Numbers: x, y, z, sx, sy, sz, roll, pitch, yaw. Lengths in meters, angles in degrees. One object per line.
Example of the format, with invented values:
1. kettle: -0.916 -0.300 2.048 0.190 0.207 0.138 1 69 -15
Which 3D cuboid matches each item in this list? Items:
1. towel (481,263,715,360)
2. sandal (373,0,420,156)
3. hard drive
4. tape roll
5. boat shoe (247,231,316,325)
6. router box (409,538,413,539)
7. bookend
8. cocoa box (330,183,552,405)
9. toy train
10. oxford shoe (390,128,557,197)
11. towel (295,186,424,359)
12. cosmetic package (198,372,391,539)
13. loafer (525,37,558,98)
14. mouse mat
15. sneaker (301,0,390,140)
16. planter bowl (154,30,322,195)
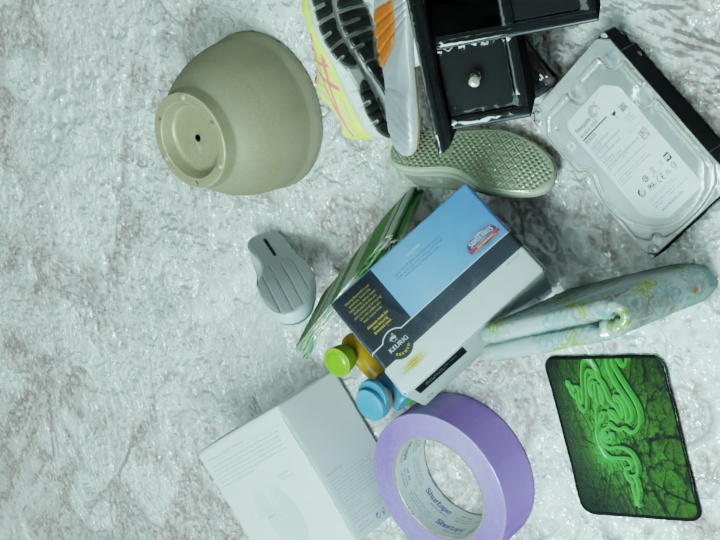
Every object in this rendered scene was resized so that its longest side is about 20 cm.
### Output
1. towel: 0.242 0.045 1.551 0.199 0.171 0.049 -16 94 45
2. sandal: 0.058 -0.232 1.656 0.079 0.059 0.209 16 112 63
3. hard drive: 0.278 -0.129 1.528 0.200 0.038 0.140 52 134 10
4. tape roll: 0.113 0.255 1.845 0.199 0.065 0.202 20 123 35
5. boat shoe: -0.091 0.022 1.870 0.200 0.072 0.071 -114 7 -59
6. router box: 0.094 0.442 1.955 0.150 0.062 0.201 42 133 16
7. bookend: 0.156 -0.238 1.491 0.197 0.092 0.202 -7 110 14
8. cocoa box: 0.090 0.028 1.636 0.200 0.133 0.131 -42 74 2
9. toy train: -0.004 0.089 1.830 0.200 0.115 0.085 46 133 14
10. oxford shoe: 0.128 -0.115 1.659 0.199 0.076 0.058 9 158 30
11. towel: 0.000 0.000 1.739 0.023 0.153 0.200 35 120 -6
12. cosmetic package: -0.076 0.270 1.979 0.199 0.123 0.201 -32 89 46
13. loafer: 0.144 -0.270 1.567 0.063 0.072 0.201 -20 103 22
14. mouse mat: 0.293 0.188 1.692 0.160 0.008 0.202 -4 106 43
15. sneaker: -0.027 -0.235 1.721 0.090 0.078 0.201 -15 98 52
16. planter bowl: -0.163 -0.176 1.829 0.199 0.134 0.202 19 122 33
